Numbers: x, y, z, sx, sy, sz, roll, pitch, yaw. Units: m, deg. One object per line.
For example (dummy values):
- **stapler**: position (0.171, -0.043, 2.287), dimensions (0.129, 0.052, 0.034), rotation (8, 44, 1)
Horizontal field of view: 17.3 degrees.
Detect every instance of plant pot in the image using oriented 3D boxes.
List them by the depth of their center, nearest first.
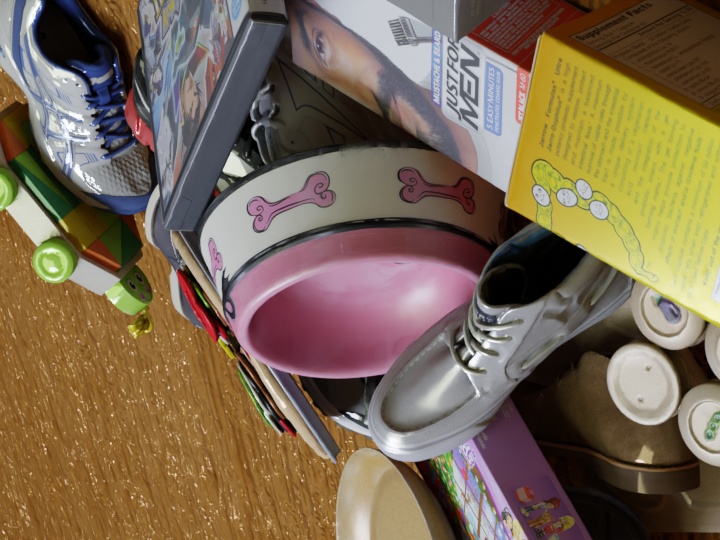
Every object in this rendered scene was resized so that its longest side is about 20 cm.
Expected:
- **plant pot**: position (0.033, 0.215, 1.581), dimensions (0.200, 0.027, 0.202), rotation (170, 90, -70)

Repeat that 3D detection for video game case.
- **video game case**: position (-0.095, -0.156, 1.449), dimensions (0.200, 0.025, 0.182), rotation (119, 148, -49)

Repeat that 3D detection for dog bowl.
- **dog bowl**: position (0.000, 0.000, 1.481), dimensions (0.200, 0.198, 0.074), rotation (115, 151, -59)

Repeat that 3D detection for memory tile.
- **memory tile**: position (0.222, 0.025, 1.310), dimensions (0.153, 0.017, 0.201), rotation (33, 124, 27)

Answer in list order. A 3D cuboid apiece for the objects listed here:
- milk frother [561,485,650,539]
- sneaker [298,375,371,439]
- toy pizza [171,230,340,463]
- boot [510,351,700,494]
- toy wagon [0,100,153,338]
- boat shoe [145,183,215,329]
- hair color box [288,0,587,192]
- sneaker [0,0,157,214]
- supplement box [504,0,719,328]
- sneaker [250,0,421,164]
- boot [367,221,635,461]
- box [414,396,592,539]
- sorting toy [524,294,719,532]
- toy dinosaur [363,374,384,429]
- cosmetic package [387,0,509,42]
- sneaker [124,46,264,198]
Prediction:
- **milk frother**: position (0.108, 0.251, 1.613), dimensions (0.180, 0.200, 0.189), rotation (42, 167, 36)
- **sneaker**: position (-0.016, 0.039, 1.683), dimensions (0.201, 0.074, 0.079), rotation (51, 146, -5)
- **toy pizza**: position (-0.079, 0.053, 1.628), dimensions (0.201, 0.032, 0.200), rotation (56, 177, 4)
- **boot**: position (0.144, 0.081, 1.471), dimensions (0.200, 0.073, 0.076), rotation (13, 108, 60)
- **toy wagon**: position (-0.216, -0.038, 1.802), dimensions (0.039, 0.155, 0.200), rotation (-37, 96, 20)
- **boat shoe**: position (-0.108, -0.012, 1.746), dimensions (0.063, 0.073, 0.200), rotation (40, 159, 24)
- **hair color box**: position (0.049, -0.132, 1.392), dimensions (0.199, 0.064, 0.111), rotation (33, 149, 27)
- **sneaker**: position (-0.205, -0.127, 1.736), dimensions (0.088, 0.075, 0.201), rotation (-6, 122, 56)
- **supplement box**: position (0.190, -0.051, 1.220), dimensions (0.199, 0.109, 0.110), rotation (32, 129, 29)
- **sneaker**: position (-0.038, -0.114, 1.509), dimensions (0.201, 0.087, 0.074), rotation (53, 153, -7)
- **boot**: position (0.075, 0.030, 1.400), dimensions (0.074, 0.200, 0.096), rotation (50, -178, 25)
- **box**: position (0.090, 0.152, 1.476), dimensions (0.137, 0.039, 0.201), rotation (91, 156, -51)
- **sorting toy**: position (0.181, 0.090, 1.518), dimensions (0.186, 0.036, 0.200), rotation (57, 155, -15)
- **toy dinosaur**: position (0.009, 0.028, 1.607), dimensions (0.048, 0.088, 0.201), rotation (-56, 50, 41)
- **cosmetic package**: position (0.007, -0.226, 1.311), dimensions (0.200, 0.090, 0.107), rotation (35, 146, 29)
- **sneaker**: position (-0.085, -0.095, 1.612), dimensions (0.200, 0.071, 0.098), rotation (36, 152, 24)
